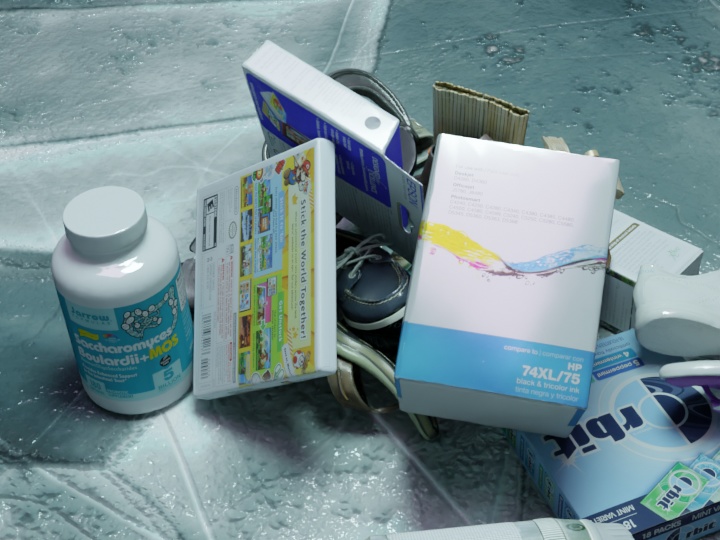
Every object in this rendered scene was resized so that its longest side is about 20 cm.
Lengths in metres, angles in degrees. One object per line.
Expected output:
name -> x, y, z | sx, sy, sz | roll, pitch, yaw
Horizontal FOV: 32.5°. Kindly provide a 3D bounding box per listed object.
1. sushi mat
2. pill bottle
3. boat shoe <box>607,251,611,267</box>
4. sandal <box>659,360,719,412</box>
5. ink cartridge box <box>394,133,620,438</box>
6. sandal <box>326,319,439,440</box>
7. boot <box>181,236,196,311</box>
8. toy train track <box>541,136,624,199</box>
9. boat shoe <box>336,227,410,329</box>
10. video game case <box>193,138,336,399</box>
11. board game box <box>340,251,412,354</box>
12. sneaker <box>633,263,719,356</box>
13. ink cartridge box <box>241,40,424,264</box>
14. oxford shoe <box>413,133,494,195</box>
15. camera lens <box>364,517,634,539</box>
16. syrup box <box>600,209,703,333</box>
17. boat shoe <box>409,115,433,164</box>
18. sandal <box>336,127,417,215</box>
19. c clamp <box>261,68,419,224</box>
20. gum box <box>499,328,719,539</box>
sushi mat -> 0.118, -0.128, 1.255 | 0.096, 0.200, 0.012 | 20, 72, 11
pill bottle -> -0.210, 0.025, 1.097 | 0.111, 0.200, 0.111 | -3, 41, 2
boat shoe -> 0.130, -0.004, 1.108 | 0.200, 0.070, 0.070 | -27, 40, -9
sandal -> 0.335, 0.106, 1.023 | 0.203, 0.082, 0.050 | 10, 74, -30
ink cartridge box -> 0.115, 0.015, 0.990 | 0.146, 0.147, 0.200 | 9, 75, 6
sandal -> -0.012, 0.087, 1.098 | 0.201, 0.080, 0.057 | 37, 91, 13
boot -> -0.123, 0.035, 1.195 | 0.132, 0.070, 0.200 | -1, 34, 13
toy train track -> 0.167, -0.088, 1.152 | 0.200, 0.033, 0.115 | 0, 60, -26
boat shoe -> 0.000, 0.000, 1.153 | 0.075, 0.062, 0.200 | -30, 20, -6
video game case -> -0.086, 0.003, 1.078 | 0.023, 0.182, 0.200 | 12, 71, -40
board game box -> 0.093, 0.032, 1.165 | 0.200, 0.028, 0.135 | 5, 39, 31
sneaker -> 0.335, 0.041, 1.093 | 0.200, 0.075, 0.089 | 18, 46, -14
ink cartridge box -> -0.007, -0.096, 1.115 | 0.200, 0.198, 0.043 | 36, 74, 18
oxford shoe -> 0.093, -0.102, 1.262 | 0.071, 0.073, 0.200 | -39, 15, -25
camera lens -> 0.089, 0.254, 0.842 | 0.200, 0.160, 0.160 | -5, 41, -2
syrup box -> 0.222, -0.013, 1.203 | 0.200, 0.079, 0.081 | 30, 52, 33
boat shoe -> 0.001, -0.122, 1.349 | 0.062, 0.072, 0.200 | 26, 46, 38
sandal -> -0.025, -0.091, 1.240 | 0.200, 0.043, 0.076 | -28, 58, -20
c clamp -> -0.010, -0.115, 1.302 | 0.171, 0.027, 0.200 | 34, 68, 2
gum box -> 0.225, 0.144, 1.048 | 0.170, 0.045, 0.200 | -17, 42, -14
